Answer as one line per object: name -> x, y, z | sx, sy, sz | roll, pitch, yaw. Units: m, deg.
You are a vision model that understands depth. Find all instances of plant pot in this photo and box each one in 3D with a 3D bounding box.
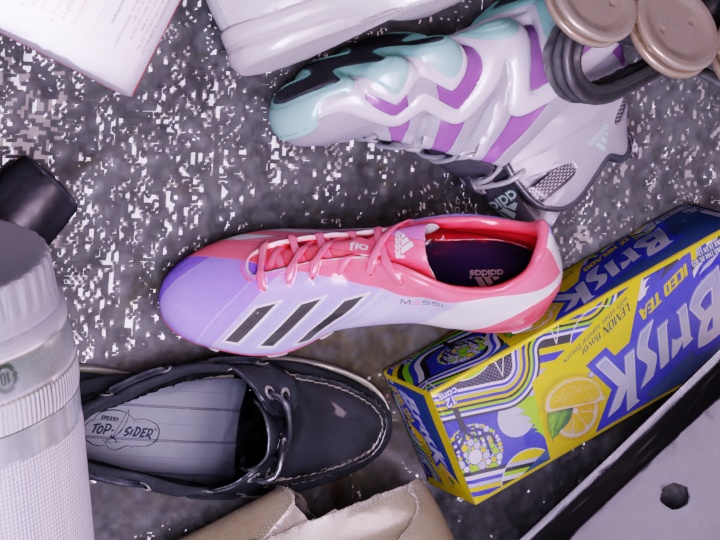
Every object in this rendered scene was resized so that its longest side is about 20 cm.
plant pot -> 0.189, 0.159, 1.488 | 0.200, 0.177, 0.200 | -43, 89, 5

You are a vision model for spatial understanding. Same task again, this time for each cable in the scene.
cable -> 0.156, -0.118, 1.506 | 0.199, 0.050, 0.098 | -30, 122, -36

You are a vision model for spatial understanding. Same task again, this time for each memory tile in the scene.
memory tile -> 0.176, -0.153, 1.481 | 0.199, 0.017, 0.154 | 18, 57, -25

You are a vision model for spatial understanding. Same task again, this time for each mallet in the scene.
mallet -> -0.212, -0.081, 1.387 | 0.066, 0.041, 0.200 | -39, 107, -12

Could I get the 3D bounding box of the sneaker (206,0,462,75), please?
sneaker -> 0.014, -0.168, 1.456 | 0.199, 0.075, 0.089 | -20, 86, -22

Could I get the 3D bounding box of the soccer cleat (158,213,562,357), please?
soccer cleat -> 0.000, 0.000, 1.441 | 0.198, 0.077, 0.067 | -1, 63, -2

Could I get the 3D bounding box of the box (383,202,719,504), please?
box -> 0.118, 0.041, 1.533 | 0.199, 0.064, 0.070 | -29, 109, -17

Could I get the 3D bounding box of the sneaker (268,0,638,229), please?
sneaker -> 0.057, -0.056, 1.483 | 0.199, 0.078, 0.141 | -19, 105, -19

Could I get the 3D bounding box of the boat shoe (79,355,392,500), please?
boat shoe -> -0.067, 0.079, 1.457 | 0.198, 0.066, 0.075 | 9, 95, -24

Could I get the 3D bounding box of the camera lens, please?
camera lens -> -0.203, 0.091, 1.339 | 0.159, 0.160, 0.201 | -11, 110, -21

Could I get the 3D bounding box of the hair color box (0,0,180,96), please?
hair color box -> -0.175, -0.170, 1.362 | 0.199, 0.061, 0.102 | 27, 94, -22

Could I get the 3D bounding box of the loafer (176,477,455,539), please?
loafer -> -0.047, 0.141, 1.453 | 0.198, 0.076, 0.068 | -5, 82, 4
